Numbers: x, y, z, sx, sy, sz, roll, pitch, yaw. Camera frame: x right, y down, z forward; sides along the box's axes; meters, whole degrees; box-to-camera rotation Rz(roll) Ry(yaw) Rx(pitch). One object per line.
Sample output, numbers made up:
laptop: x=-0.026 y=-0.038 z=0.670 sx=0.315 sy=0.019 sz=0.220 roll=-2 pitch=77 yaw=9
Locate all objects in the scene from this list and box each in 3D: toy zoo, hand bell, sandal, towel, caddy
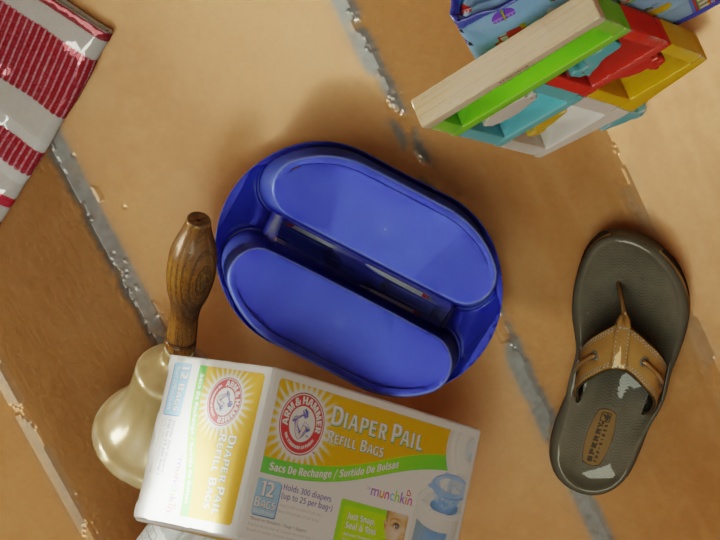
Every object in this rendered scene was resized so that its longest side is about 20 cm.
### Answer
toy zoo: x=0.130 y=-0.115 z=1.577 sx=0.131 sy=0.200 sz=0.021 roll=-31 pitch=72 yaw=24
hand bell: x=-0.117 y=0.043 z=1.697 sx=0.103 sy=0.104 sz=0.201 roll=15 pitch=132 yaw=2
sandal: x=0.167 y=0.069 z=1.717 sx=0.081 sy=0.055 sz=0.201 roll=16 pitch=116 yaw=2
towel: x=-0.272 y=-0.117 z=1.726 sx=0.143 sy=0.023 sz=0.201 roll=32 pitch=115 yaw=-6
caddy: x=0.000 y=0.000 z=1.691 sx=0.199 sy=0.105 sz=0.142 roll=28 pitch=92 yaw=-4

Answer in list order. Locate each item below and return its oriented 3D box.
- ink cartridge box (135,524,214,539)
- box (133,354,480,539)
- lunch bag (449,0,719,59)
ink cartridge box: x=-0.071 y=0.202 z=1.786 sx=0.163 sy=0.199 sz=0.057 roll=-53 pitch=54 yaw=25
box: x=-0.032 y=0.130 z=1.652 sx=0.101 sy=0.199 sz=0.113 roll=5 pitch=80 yaw=46
lunch bag: x=0.157 y=-0.186 z=1.547 sx=0.198 sy=0.151 sz=0.095 roll=-14 pitch=72 yaw=11
